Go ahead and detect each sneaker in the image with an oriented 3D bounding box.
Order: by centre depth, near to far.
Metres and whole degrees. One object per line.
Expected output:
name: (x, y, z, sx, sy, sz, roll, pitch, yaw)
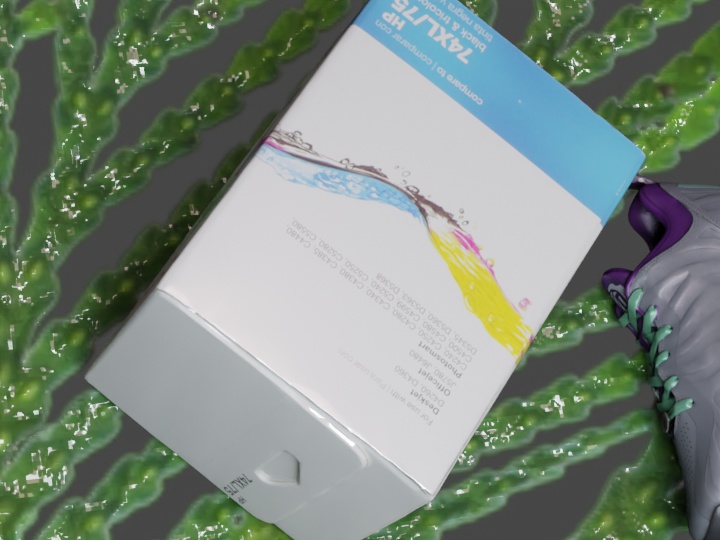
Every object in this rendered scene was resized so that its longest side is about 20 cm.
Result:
sneaker: (0.160, 0.044, 0.956, 0.087, 0.075, 0.202, 10, 60, 0)

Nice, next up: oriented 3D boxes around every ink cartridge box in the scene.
ink cartridge box: (0.000, 0.000, 0.855, 0.146, 0.147, 0.201, 38, 62, -6)
